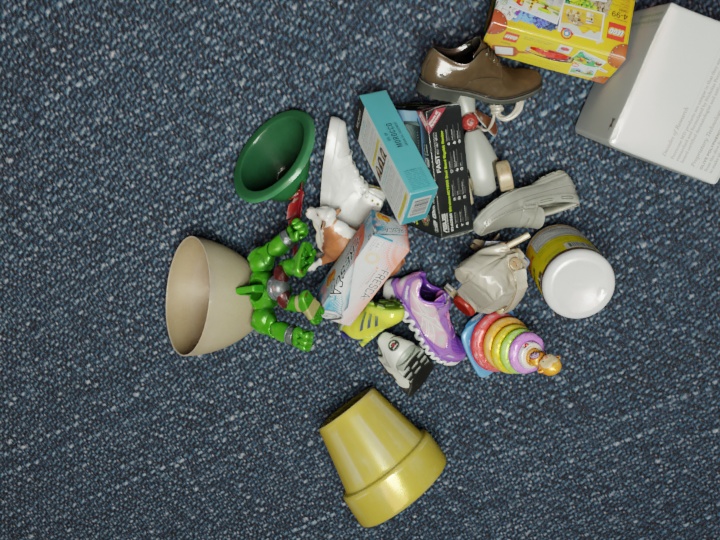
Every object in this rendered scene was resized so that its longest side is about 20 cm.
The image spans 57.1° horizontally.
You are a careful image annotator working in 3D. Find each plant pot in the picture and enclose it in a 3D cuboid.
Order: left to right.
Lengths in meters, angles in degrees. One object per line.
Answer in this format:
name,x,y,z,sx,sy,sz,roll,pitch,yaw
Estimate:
plant pot,-0.240,0.047,1.151,0.133,0.200,0.202,5,114,-35
plant pot,0.026,0.330,1.221,0.200,0.201,0.190,-38,87,15

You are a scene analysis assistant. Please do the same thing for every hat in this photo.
hat,-0.105,-0.145,1.136,0.199,0.167,0.176,-38,138,15

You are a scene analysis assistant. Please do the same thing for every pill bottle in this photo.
pill bottle,0.330,-0.008,1.071,0.108,0.200,0.111,1,109,3

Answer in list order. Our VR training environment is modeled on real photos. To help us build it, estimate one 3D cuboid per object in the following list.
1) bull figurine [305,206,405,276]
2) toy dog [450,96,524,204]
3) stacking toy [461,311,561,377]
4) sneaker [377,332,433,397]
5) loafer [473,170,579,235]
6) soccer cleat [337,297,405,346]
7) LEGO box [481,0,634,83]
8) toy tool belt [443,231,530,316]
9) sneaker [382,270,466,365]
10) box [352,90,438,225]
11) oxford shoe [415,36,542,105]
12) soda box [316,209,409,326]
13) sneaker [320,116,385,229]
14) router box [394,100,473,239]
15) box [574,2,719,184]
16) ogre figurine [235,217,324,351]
bull figurine,-0.022,-0.033,1.124,0.199,0.066,0.121,27,138,-23
toy dog,0.190,-0.204,1.087,0.130,0.096,0.203,6,94,5
stacking toy,0.268,0.137,1.119,0.115,0.200,0.111,-31,108,-14
sneaker,0.076,0.161,1.188,0.088,0.201,0.074,36,73,26
loafer,0.271,-0.099,1.073,0.198,0.070,0.070,-25,73,-16
soccer cleat,0.019,0.089,1.137,0.064,0.200,0.085,0,87,-28
LEGO box,0.292,-0.384,0.979,0.198,0.077,0.151,14,78,-1
toy tool belt,0.225,0.005,1.115,0.125,0.200,0.123,42,77,8
sneaker,0.130,0.080,1.169,0.088,0.081,0.201,-34,104,30
box,0.050,-0.178,1.034,0.049,0.202,0.083,-15,154,-18
oxford shoe,0.185,-0.293,0.970,0.198,0.073,0.085,-2,130,-19
soda box,0.000,0.000,1.064,0.068,0.064,0.201,20,130,-20
sneaker,-0.009,-0.157,1.116,0.114,0.074,0.202,5,119,0
router box,0.108,-0.164,1.055,0.061,0.150,0.202,-15,109,-17
box,0.452,-0.261,0.978,0.169,0.199,0.202,18,108,-2
ogre figurine,-0.130,0.025,1.068,0.119,0.098,0.202,-7,102,29
